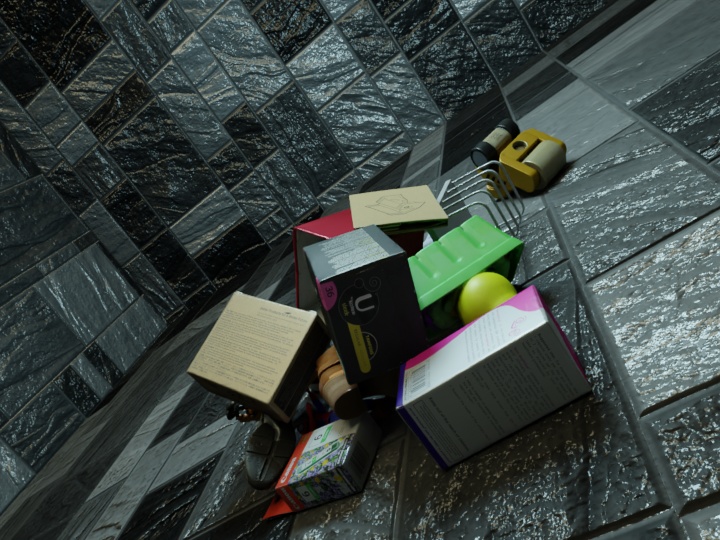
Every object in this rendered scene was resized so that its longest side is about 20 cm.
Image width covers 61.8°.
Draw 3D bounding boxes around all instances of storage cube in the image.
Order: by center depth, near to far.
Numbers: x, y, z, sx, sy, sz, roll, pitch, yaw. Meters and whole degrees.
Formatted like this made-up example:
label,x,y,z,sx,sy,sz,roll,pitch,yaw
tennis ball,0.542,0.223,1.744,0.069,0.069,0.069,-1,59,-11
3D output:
label,x,y,z,sx,sy,sz,roll,pitch,yaw
storage cube,0.000,0.000,1.099,0.197,0.176,0.178,19,29,38

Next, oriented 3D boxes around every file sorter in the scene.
label,x,y,z,sx,sy,sz,roll,pitch,yaw
file sorter,0.224,-0.096,1.134,0.123,0.140,0.201,-24,19,32

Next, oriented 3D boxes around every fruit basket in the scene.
label,x,y,z,sx,sy,sz,roll,pitch,yaw
fruit basket,0.170,0.042,0.897,0.215,0.215,0.157,-42,-24,-18

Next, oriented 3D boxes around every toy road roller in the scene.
label,x,y,z,sx,sy,sz,roll,pitch,yaw
toy road roller,0.344,-0.224,1.321,0.123,0.148,0.198,-42,52,-21

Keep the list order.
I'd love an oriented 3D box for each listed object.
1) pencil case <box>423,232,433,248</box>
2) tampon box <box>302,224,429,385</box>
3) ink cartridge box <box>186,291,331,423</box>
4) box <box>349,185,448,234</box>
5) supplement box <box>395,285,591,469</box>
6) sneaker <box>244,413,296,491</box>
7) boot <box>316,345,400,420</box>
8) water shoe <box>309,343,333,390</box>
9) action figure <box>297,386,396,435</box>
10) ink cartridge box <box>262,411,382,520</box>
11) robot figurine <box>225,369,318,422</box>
label,x,y,z,sx,sy,sz,roll,pitch,yaw
pencil case,0.153,-0.033,1.212,0.082,0.091,0.201,-24,21,43
tampon box,0.003,0.039,0.868,0.123,0.154,0.200,-18,17,-6
ink cartridge box,-0.167,0.139,1.000,0.196,0.076,0.167,11,59,35
box,0.062,-0.110,1.086,0.158,0.022,0.201,-7,23,-1
supplement box,0.150,0.124,0.707,0.198,0.104,0.102,-35,13,19
sneaker,-0.145,0.298,0.984,0.202,0.073,0.118,-83,5,-59
boot,0.028,0.139,0.905,0.195,0.076,0.155,-15,19,-11
water shoe,-0.053,0.172,1.119,0.198,0.080,0.072,-26,18,42
action figure,-0.046,0.211,0.956,0.198,0.100,0.066,-32,13,35
ink cartridge box,-0.067,0.283,0.870,0.197,0.051,0.109,-29,16,31
robot figurine,-0.167,0.222,1.117,0.200,0.142,0.059,-43,53,35
